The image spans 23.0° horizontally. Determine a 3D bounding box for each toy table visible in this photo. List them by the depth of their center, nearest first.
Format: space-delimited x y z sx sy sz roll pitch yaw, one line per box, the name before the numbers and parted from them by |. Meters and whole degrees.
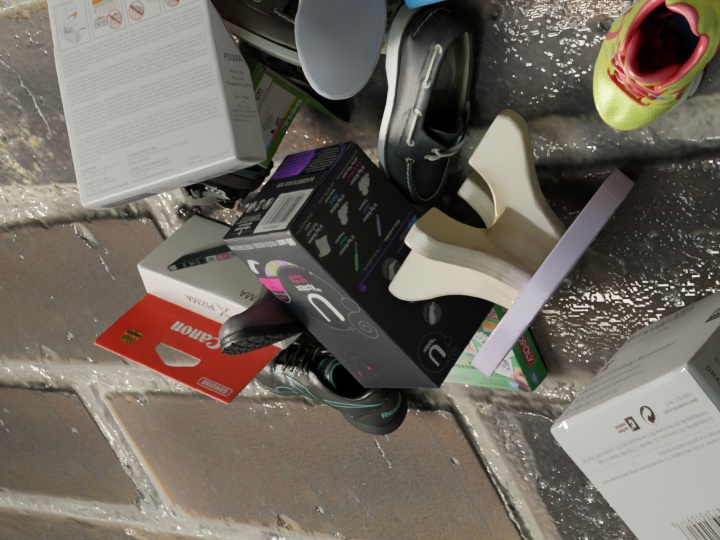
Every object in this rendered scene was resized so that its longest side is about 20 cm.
toy table | 0.115 -0.025 1.411 0.117 0.184 0.201 37 106 6

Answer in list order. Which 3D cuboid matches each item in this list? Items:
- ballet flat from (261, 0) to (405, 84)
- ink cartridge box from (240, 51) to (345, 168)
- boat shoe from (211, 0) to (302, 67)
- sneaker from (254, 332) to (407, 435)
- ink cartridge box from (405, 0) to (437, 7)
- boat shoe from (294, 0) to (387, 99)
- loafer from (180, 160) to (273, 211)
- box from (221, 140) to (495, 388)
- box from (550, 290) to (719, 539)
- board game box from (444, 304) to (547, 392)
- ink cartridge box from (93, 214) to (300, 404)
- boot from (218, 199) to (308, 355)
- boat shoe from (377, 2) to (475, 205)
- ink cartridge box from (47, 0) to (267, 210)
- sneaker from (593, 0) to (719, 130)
ballet flat | -0.005 -0.202 1.463 0.075 0.074 0.199 55 149 -13
ink cartridge box | -0.117 -0.150 1.527 0.147 0.076 0.200 30 -178 23
boat shoe | -0.084 -0.211 1.419 0.200 0.061 0.072 25 -175 21
sneaker | -0.043 0.095 1.791 0.198 0.076 0.079 21 160 21
ink cartridge box | 0.044 -0.300 1.270 0.116 0.067 0.201 -5 120 51
boat shoe | -0.012 -0.231 1.359 0.073 0.203 0.065 4 -179 5
loafer | -0.123 -0.077 1.529 0.071 0.063 0.200 28 -172 10
box | 0.000 0.000 1.523 0.200 0.106 0.122 46 156 -22
box | 0.293 0.136 1.396 0.200 0.131 0.199 50 148 -3
board game box | 0.071 0.045 1.654 0.199 0.029 0.136 4 126 48
ink cartridge box | -0.149 0.034 1.764 0.199 0.173 0.044 20 139 36
boot | -0.081 -0.004 1.604 0.069 0.200 0.133 -19 91 29
boat shoe | 0.058 -0.126 1.446 0.060 0.075 0.201 32 146 31
ink cartridge box | -0.167 -0.165 1.412 0.159 0.047 0.203 -14 83 30
sneaker | 0.203 -0.153 1.233 0.078 0.090 0.200 40 148 7
